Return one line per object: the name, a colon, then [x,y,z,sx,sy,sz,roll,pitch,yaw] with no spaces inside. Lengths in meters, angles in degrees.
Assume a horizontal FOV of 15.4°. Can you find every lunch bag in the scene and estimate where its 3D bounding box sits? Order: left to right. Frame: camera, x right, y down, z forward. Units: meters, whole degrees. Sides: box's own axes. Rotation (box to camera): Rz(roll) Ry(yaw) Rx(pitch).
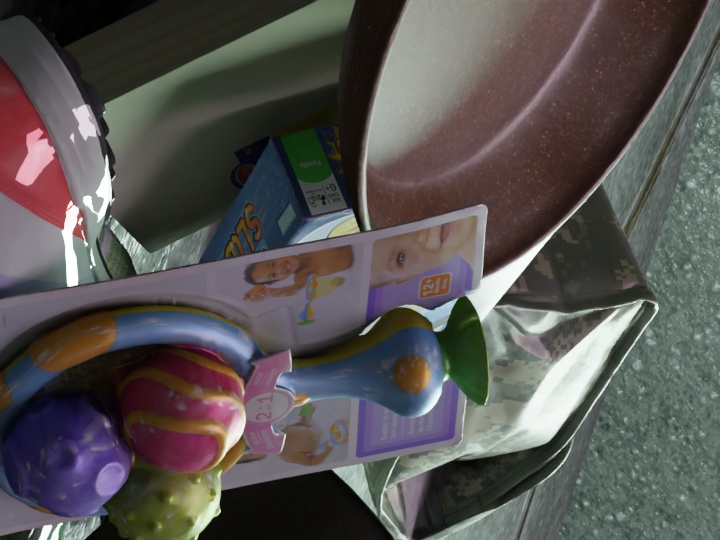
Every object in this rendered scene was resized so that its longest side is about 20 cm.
lunch bag: [0.044,0.016,1.310,0.200,0.117,0.164,-63,-142,45]

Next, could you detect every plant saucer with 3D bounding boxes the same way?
plant saucer: [0.053,-0.088,0.850,0.200,0.037,0.201,-40,149,-30]

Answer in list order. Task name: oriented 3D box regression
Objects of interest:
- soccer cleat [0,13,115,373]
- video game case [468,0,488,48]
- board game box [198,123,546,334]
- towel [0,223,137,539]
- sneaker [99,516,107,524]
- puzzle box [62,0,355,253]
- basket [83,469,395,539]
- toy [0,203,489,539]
soccer cleat: [-0.111,0.008,0.825,0.073,0.068,0.200,-27,144,-19]
video game case: [0.003,-0.150,0.884,0.200,0.019,0.143,66,1,-60]
board game box: [0.000,0.000,1.018,0.135,0.035,0.200,-13,158,-26]
towel: [-0.129,0.045,0.947,0.200,0.031,0.150,68,42,-71]
sneaker: [-0.079,0.118,1.212,0.200,0.070,0.099,92,23,-44]
puzzle box: [-0.040,-0.063,0.944,0.133,0.025,0.200,-26,168,0]
basket: [-0.088,0.169,0.965,0.200,0.136,0.180,-39,177,-23]
toy: [-0.053,0.049,0.817,0.115,0.199,0.047,94,-23,-47]
